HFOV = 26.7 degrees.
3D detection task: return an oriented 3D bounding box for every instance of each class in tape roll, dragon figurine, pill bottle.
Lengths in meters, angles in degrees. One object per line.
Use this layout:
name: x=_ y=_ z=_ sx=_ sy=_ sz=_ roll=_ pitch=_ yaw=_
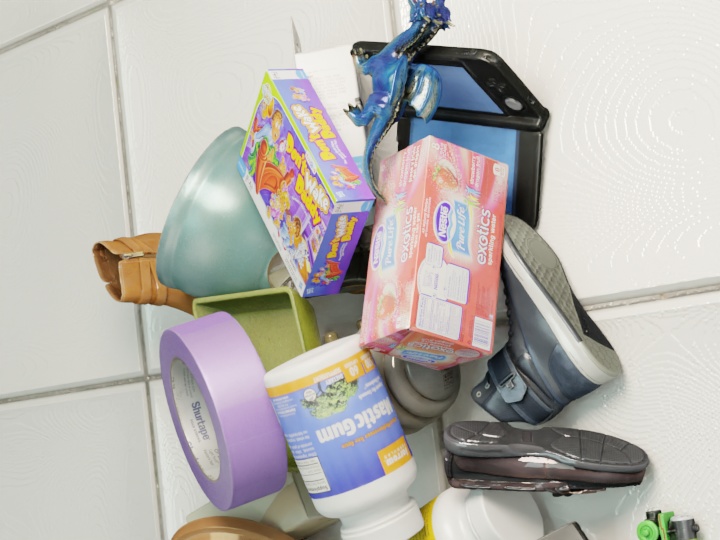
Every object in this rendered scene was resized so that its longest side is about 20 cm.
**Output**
tape roll: x=-0.147 y=0.148 z=1.606 sx=0.200 sy=0.065 sz=0.201 roll=50 pitch=149 yaw=46
dragon figurine: x=0.038 y=-0.175 z=1.474 sx=0.099 sy=0.059 sz=0.202 roll=-9 pitch=69 yaw=50
pill bottle: x=0.091 y=0.292 z=1.562 sx=0.200 sy=0.112 sz=0.113 roll=-42 pitch=64 yaw=36
pill bottle: x=-0.010 y=0.175 z=1.508 sx=0.112 sy=0.112 sz=0.201 roll=-21 pitch=93 yaw=42

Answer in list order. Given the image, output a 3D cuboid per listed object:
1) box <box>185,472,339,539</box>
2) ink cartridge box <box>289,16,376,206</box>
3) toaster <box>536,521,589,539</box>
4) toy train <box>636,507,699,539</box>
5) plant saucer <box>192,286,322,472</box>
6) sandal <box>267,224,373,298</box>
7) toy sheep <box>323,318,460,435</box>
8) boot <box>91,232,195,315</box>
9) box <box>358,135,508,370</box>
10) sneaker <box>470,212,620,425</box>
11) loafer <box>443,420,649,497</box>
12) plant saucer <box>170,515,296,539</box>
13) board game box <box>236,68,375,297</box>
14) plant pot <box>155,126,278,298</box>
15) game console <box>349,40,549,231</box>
box: x=-0.103 y=0.280 z=1.762 sx=0.200 sy=0.094 sz=0.078 roll=-35 pitch=68 yaw=40
ink cartridge box: x=-0.029 y=-0.172 z=1.659 sx=0.067 sy=0.116 sz=0.202 roll=-9 pitch=84 yaw=2
toaster: x=0.185 y=0.373 z=1.445 sx=0.201 sy=0.118 sz=0.181 roll=58 pitch=143 yaw=28
toy train: x=0.301 y=0.320 z=1.415 sx=0.056 sy=0.042 sz=0.202 roll=-13 pitch=82 yaw=33
plant saucer: x=-0.094 y=0.117 z=1.663 sx=0.199 sy=0.048 sz=0.202 roll=-8 pitch=96 yaw=52
sandal: x=0.000 y=0.000 z=1.643 sx=0.198 sy=0.055 sz=0.082 roll=-11 pitch=66 yaw=6
toy sheep: x=0.039 y=0.107 z=1.598 sx=0.199 sy=0.137 sz=0.139 roll=-24 pitch=74 yaw=52
boot: x=-0.224 y=0.030 z=1.828 sx=0.200 sy=0.154 sz=0.074 roll=45 pitch=119 yaw=33
box: x=0.072 y=-0.015 z=1.491 sx=0.094 sy=0.102 sz=0.202 roll=-23 pitch=56 yaw=55
sneaker: x=0.152 y=0.058 z=1.523 sx=0.146 sy=0.077 sz=0.203 roll=-42 pitch=66 yaw=33
loafer: x=0.178 y=0.190 z=1.477 sx=0.198 sy=0.072 sz=0.064 roll=6 pitch=112 yaw=10
plant saucer: x=-0.131 y=0.359 z=1.740 sx=0.198 sy=0.032 sz=0.201 roll=10 pitch=133 yaw=11
board game box: x=-0.060 y=-0.092 z=1.564 sx=0.201 sy=0.044 sz=0.135 roll=62 pitch=144 yaw=37
plant pot: x=-0.124 y=-0.044 z=1.727 sx=0.133 sy=0.200 sz=0.202 roll=27 pitch=111 yaw=12
game console: x=0.084 y=-0.140 z=1.565 sx=0.199 sy=0.176 sz=0.117 roll=11 pitch=70 yaw=42
